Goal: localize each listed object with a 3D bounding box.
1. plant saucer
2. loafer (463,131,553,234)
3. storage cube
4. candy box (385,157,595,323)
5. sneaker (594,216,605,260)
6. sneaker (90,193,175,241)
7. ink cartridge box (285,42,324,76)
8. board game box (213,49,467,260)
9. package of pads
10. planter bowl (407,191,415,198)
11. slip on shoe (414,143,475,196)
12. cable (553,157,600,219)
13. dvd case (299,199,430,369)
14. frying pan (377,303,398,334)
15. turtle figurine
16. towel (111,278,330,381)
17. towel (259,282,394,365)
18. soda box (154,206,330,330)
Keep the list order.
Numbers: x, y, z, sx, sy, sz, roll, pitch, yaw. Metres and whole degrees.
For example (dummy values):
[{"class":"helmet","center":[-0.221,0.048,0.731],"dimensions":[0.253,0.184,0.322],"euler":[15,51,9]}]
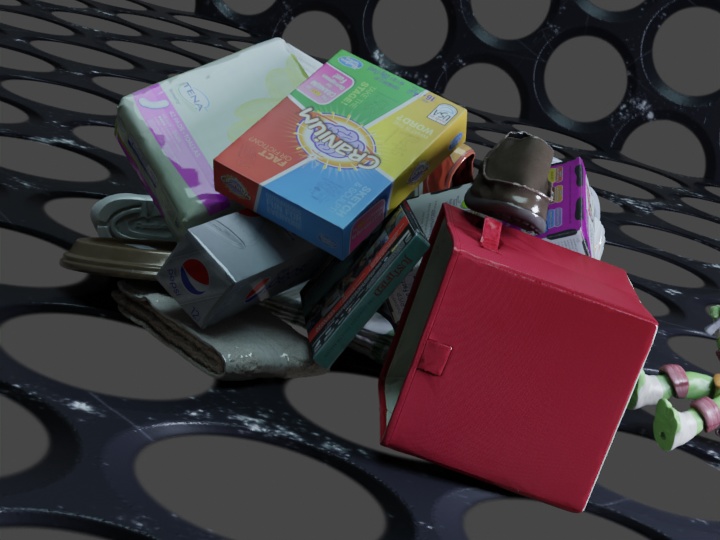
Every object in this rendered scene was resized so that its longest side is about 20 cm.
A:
[{"class":"plant saucer","center":[-0.193,-0.010,1.479],"dimensions":[0.197,0.030,0.200],"euler":[6,5,0]},{"class":"loafer","center":[0.133,-0.086,1.331],"dimensions":[0.072,0.072,0.200],"euler":[19,14,-5]},{"class":"storage cube","center":[0.126,0.068,1.275],"dimensions":[0.178,0.202,0.171],"euler":[20,13,-5]},{"class":"candy box","center":[0.121,-0.029,1.443],"dimensions":[0.198,0.062,0.137],"euler":[-12,31,16]},{"class":"sneaker","center":[0.194,0.019,1.548],"dimensions":[0.076,0.201,0.079],"euler":[23,44,7]},{"class":"sneaker","center":[-0.192,-0.049,1.641],"dimensions":[0.198,0.077,0.080],"euler":[12,5,-19]},{"class":"ink cartridge box","center":[-0.076,-0.111,1.577],"dimensions":[0.145,0.201,0.085],"euler":[31,-22,11]},{"class":"board game box","center":[-0.017,-0.112,1.409],"dimensions":[0.152,0.041,0.200],"euler":[28,52,23]},{"class":"package of pads","center":[-0.126,-0.131,1.488],"dimensions":[0.198,0.068,0.155],"euler":[-24,69,-23]},{"class":"planter bowl","center":[-0.006,-0.065,1.692],"dimensions":[0.198,0.202,0.135],"euler":[16,40,6]},{"class":"slip on shoe","center":[0.098,-0.049,1.646],"dimensions":[0.061,0.202,0.074],"euler":[15,30,33]},{"class":"cable","center":[0.178,-0.024,1.651],"dimensions":[0.199,0.202,0.069],"euler":[-4,32,-47]},{"class":"dvd case","center":[0.000,0.000,1.401],"dimensions":[0.022,0.146,0.200],"euler":[37,9,-15]},{"class":"frying pan","center":[0.059,0.078,1.430],"dimensions":[0.188,0.031,0.115],"euler":[26,19,0]},{"class":"turtle figurine","center":[0.362,0.091,1.471],"dimensions":[0.192,0.145,0.200],"euler":[-11,-20,-22]},{"class":"towel","center":[-0.131,0.050,1.399],"dimensions":[0.132,0.035,0.199],"euler":[0,21,-43]},{"class":"towel","center":[-0.032,0.044,1.548],"dimensions":[0.198,0.031,0.149],"euler":[18,13,20]},{"class":"soda box","center":[-0.098,-0.014,1.395],"dimensions":[0.068,0.064,0.199],"euler":[46,30,12]}]
